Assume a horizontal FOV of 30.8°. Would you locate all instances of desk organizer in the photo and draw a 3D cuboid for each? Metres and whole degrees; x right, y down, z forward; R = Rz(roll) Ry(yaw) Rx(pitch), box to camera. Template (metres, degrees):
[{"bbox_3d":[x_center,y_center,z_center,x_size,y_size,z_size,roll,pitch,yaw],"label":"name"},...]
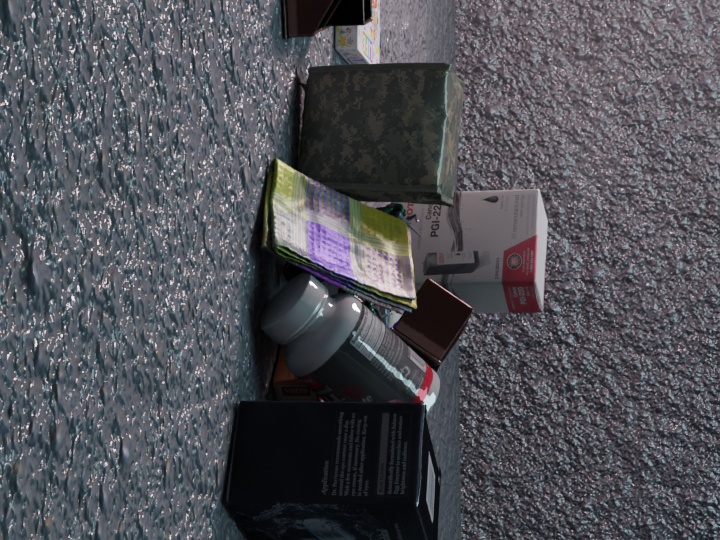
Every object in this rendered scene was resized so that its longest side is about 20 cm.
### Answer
[{"bbox_3d":[0.082,0.079,1.607,0.077,0.072,0.200,-55,174,-11],"label":"desk organizer"},{"bbox_3d":[-0.038,-0.334,1.624,0.200,0.076,0.072,-59,148,-71],"label":"desk organizer"}]

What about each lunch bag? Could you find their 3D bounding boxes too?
[{"bbox_3d":[0.019,-0.168,1.623,0.118,0.198,0.165,25,70,-74],"label":"lunch bag"}]

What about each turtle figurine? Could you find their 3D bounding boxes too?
[{"bbox_3d":[-0.007,-0.013,1.605,0.199,0.100,0.151,11,85,-53],"label":"turtle figurine"}]

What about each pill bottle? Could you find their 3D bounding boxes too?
[{"bbox_3d":[-0.014,0.096,1.462,0.200,0.111,0.111,43,30,-18],"label":"pill bottle"}]

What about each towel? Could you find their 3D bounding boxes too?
[{"bbox_3d":[-0.020,-0.039,1.482,0.023,0.199,0.144,-44,-148,38],"label":"towel"}]

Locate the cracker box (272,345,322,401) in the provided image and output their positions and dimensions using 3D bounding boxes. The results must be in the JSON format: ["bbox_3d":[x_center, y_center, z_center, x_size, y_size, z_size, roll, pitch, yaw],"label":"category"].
[{"bbox_3d":[-0.056,0.157,1.607,0.134,0.057,0.201,-79,165,-46],"label":"cracker box"}]

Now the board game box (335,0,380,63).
[{"bbox_3d":[-0.002,-0.378,1.959,0.200,0.034,0.136,11,80,-80],"label":"board game box"}]

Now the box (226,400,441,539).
[{"bbox_3d":[-0.021,0.231,1.394,0.197,0.198,0.118,74,19,-58],"label":"box"}]

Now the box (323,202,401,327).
[{"bbox_3d":[0.000,0.000,1.792,0.184,0.104,0.202,-57,147,-71],"label":"box"}]

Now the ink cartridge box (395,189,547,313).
[{"bbox_3d":[0.139,-0.025,1.711,0.085,0.199,0.147,63,29,-56],"label":"ink cartridge box"}]
